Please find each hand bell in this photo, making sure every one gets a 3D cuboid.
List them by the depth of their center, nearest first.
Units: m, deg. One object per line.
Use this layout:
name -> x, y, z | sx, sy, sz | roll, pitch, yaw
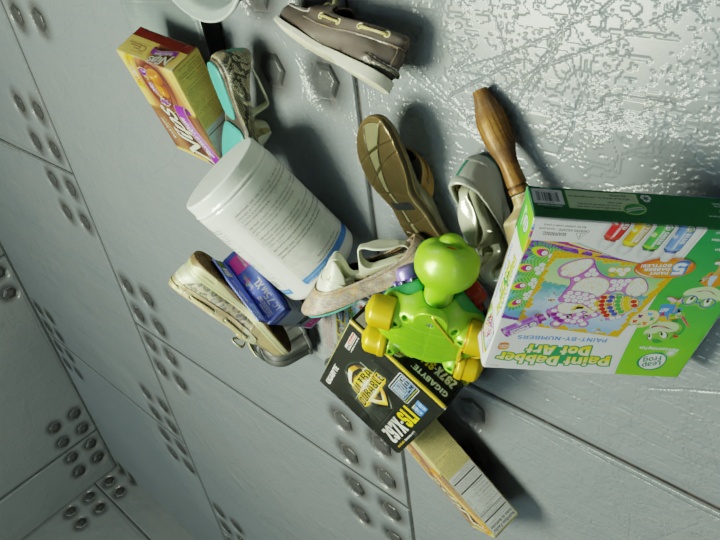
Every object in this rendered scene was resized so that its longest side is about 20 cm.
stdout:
hand bell -> 0.158, -0.089, 0.669 | 0.104, 0.104, 0.201 | -19, 92, 55

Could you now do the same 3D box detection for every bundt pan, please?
bundt pan -> -0.173, 0.088, 1.161 | 0.202, 0.076, 0.202 | 45, 160, 22

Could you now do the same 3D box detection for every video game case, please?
video game case -> -0.017, 0.103, 1.083 | 0.182, 0.023, 0.201 | 29, 139, 31

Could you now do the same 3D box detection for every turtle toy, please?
turtle toy -> 0.083, 0.039, 0.735 | 0.145, 0.101, 0.200 | 16, 151, 6

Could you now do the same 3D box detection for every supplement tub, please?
supplement tub -> -0.119, -0.066, 0.906 | 0.200, 0.132, 0.132 | 44, 151, -25

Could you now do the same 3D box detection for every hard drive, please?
hard drive -> -0.269, -0.334, 0.981 | 0.199, 0.033, 0.140 | 20, 134, 39

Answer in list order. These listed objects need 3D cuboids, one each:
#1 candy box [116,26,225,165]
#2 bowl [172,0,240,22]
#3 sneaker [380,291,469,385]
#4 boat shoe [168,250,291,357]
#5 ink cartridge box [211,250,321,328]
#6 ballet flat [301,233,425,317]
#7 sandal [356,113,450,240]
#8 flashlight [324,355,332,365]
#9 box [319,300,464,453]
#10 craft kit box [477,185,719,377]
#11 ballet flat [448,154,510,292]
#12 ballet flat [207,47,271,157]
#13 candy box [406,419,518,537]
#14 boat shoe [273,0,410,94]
candy box -> -0.253, -0.244, 0.965 | 0.116, 0.057, 0.200 | 27, 156, 26
bowl -> -0.166, -0.395, 0.752 | 0.201, 0.090, 0.202 | 31, 140, 30
sneaker -> 0.093, 0.066, 0.879 | 0.200, 0.082, 0.074 | 39, 166, 35
boat shoe -> -0.181, 0.058, 0.951 | 0.200, 0.063, 0.073 | 46, -171, -18
ink cartridge box -> -0.131, 0.027, 0.993 | 0.119, 0.042, 0.200 | 52, -169, 16
ballet flat -> 0.000, 0.000, 0.835 | 0.199, 0.068, 0.067 | -20, 120, 20
sandal -> 0.059, -0.104, 0.787 | 0.080, 0.054, 0.200 | 11, 143, 52
flashlight -> 0.030, 0.140, 0.989 | 0.199, 0.068, 0.068 | -10, 94, 40
box -> 0.033, 0.150, 0.892 | 0.160, 0.049, 0.200 | 40, 147, 9
craft kit box -> 0.223, 0.019, 0.598 | 0.199, 0.049, 0.198 | 3, 138, -2
ballet flat -> 0.145, -0.027, 0.734 | 0.069, 0.069, 0.201 | -2, 119, 51
ballet flat -> -0.159, -0.214, 0.920 | 0.068, 0.075, 0.201 | 44, 150, 33
candy box -> 0.140, 0.307, 1.020 | 0.200, 0.055, 0.115 | 48, 167, 6
boat shoe -> -0.023, -0.259, 0.731 | 0.200, 0.072, 0.060 | 41, 105, 38
